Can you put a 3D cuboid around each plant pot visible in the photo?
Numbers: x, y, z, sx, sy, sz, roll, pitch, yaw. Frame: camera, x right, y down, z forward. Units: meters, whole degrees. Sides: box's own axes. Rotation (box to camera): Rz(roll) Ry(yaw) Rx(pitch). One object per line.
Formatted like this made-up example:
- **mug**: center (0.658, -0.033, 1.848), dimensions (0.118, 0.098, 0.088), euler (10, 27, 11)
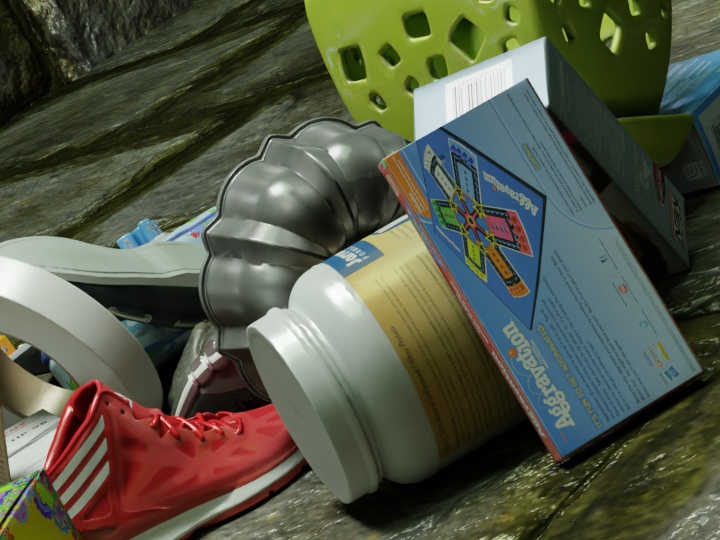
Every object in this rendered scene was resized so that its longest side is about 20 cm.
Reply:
- **plant pot**: center (0.108, -0.138, 1.737), dimensions (0.198, 0.183, 0.199), euler (-19, -6, 38)

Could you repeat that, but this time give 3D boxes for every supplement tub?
- **supplement tub**: center (0.046, 0.038, 1.488), dimensions (0.199, 0.145, 0.145), euler (-29, 14, -13)

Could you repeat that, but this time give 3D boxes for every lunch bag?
- **lunch bag**: center (-0.158, 0.028, 1.993), dimensions (0.200, 0.083, 0.161), euler (-35, -6, -32)

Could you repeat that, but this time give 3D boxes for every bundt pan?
- **bundt pan**: center (0.000, 0.000, 1.593), dimensions (0.201, 0.203, 0.076), euler (-32, 14, -21)

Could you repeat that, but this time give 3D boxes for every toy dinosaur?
- **toy dinosaur**: center (-0.101, 0.062, 1.817), dimensions (0.199, 0.077, 0.102), euler (-25, 20, 19)

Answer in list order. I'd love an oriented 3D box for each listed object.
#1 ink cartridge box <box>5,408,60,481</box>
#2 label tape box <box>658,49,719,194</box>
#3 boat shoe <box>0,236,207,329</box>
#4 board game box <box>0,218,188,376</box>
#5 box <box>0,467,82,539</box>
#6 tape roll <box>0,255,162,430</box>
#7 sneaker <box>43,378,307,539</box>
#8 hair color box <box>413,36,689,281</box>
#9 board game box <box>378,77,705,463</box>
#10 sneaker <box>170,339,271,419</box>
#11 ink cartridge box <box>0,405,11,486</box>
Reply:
- **ink cartridge box**: center (-0.244, 0.161, 1.745), dimensions (0.115, 0.067, 0.200), euler (-32, 15, -16)
- **label tape box**: center (0.208, -0.098, 1.871), dimensions (0.199, 0.066, 0.143), euler (-18, 16, 40)
- **boat shoe**: center (-0.188, 0.015, 1.836), dimensions (0.199, 0.061, 0.076), euler (4, 23, -30)
- **board game box**: center (-0.223, 0.023, 2.104), dimensions (0.200, 0.026, 0.200), euler (-39, -6, 9)
- **box**: center (-0.258, 0.233, 1.384), dimensions (0.191, 0.123, 0.200), euler (-23, 15, 16)
- **tape roll**: center (-0.240, 0.068, 1.803), dimensions (0.202, 0.203, 0.037), euler (-12, 38, 46)
- **sneaker**: center (-0.117, 0.106, 1.605), dimensions (0.199, 0.116, 0.078), euler (-33, 15, -26)
- **hair color box**: center (0.126, -0.058, 1.592), dimensions (0.098, 0.200, 0.061), euler (-20, 51, 26)
- **board game box**: center (0.104, -0.001, 1.421), dimensions (0.102, 0.201, 0.019), euler (-29, -6, -14)
- **sneaker**: center (-0.040, 0.074, 1.694), dimensions (0.200, 0.115, 0.076), euler (-51, -33, 7)
- **ink cartridge box**: center (-0.310, 0.119, 1.554), dimensions (0.075, 0.200, 0.166), euler (-29, 54, 24)
